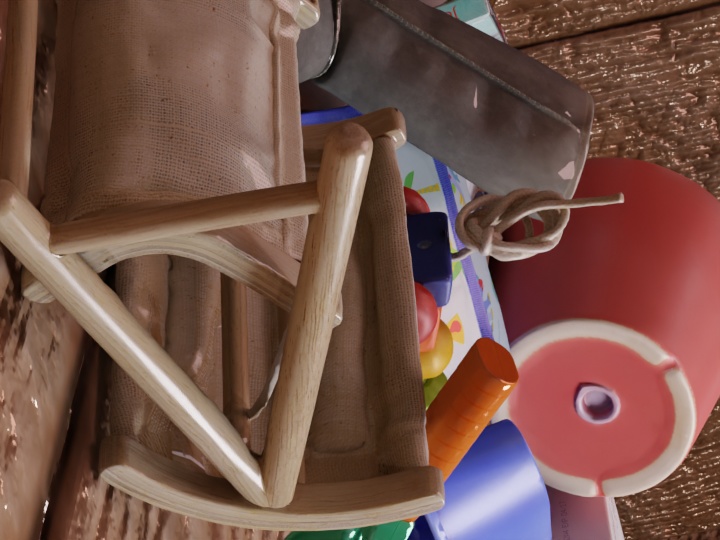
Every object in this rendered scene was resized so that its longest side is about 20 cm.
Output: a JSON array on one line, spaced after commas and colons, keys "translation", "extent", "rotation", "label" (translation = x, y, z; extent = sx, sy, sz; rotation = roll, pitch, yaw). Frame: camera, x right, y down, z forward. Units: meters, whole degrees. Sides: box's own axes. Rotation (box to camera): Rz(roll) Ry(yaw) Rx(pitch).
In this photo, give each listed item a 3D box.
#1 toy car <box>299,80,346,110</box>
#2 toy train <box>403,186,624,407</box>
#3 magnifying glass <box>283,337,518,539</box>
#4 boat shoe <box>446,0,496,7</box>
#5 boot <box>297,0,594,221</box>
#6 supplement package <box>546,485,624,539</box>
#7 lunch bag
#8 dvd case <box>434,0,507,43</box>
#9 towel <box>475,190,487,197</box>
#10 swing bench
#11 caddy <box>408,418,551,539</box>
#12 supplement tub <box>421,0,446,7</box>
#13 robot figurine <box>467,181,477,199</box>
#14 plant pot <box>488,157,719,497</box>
[{"translation": [-0.019, -0.156, 1.058], "extent": [0.177, 0.182, 0.202], "rotation": [-81, -173, -67], "label": "toy car"}, {"translation": [0.025, 0.029, 0.848], "extent": [0.085, 0.198, 0.117], "rotation": [-91, 172, -52], "label": "toy train"}, {"translation": [0.003, 0.106, 0.752], "extent": [0.201, 0.022, 0.080], "rotation": [-55, -151, 29], "label": "magnifying glass"}, {"translation": [0.063, -0.138, 1.440], "extent": [0.202, 0.063, 0.073], "rotation": [-62, 166, 14], "label": "boat shoe"}, {"translation": [0.016, -0.081, 0.914], "extent": [0.199, 0.072, 0.183], "rotation": [39, 47, -15], "label": "boot"}, {"translation": [0.110, 0.229, 1.307], "extent": [0.201, 0.154, 0.112], "rotation": [-87, 162, -60], "label": "supplement package"}, {"translation": [0.000, 0.000, 1.000], "extent": [0.200, 0.126, 0.172], "rotation": [-12, 86, -70], "label": "lunch bag"}, {"translation": [0.029, -0.147, 1.302], "extent": [0.200, 0.145, 0.022], "rotation": [-3, 73, -83], "label": "dvd case"}, {"translation": [0.046, 0.013, 1.307], "extent": [0.024, 0.147, 0.200], "rotation": [39, 12, -1], "label": "towel"}, {"translation": [-0.048, -0.038, 0.686], "extent": [0.201, 0.128, 0.200], "rotation": [78, 5, -49], "label": "swing bench"}, {"translation": [0.046, 0.130, 1.194], "extent": [0.142, 0.104, 0.200], "rotation": [59, -8, 26], "label": "caddy"}, {"translation": [-0.002, -0.278, 1.263], "extent": [0.201, 0.143, 0.145], "rotation": [70, 12, -47], "label": "supplement tub"}, {"translation": [0.023, -0.071, 1.253], "extent": [0.200, 0.112, 0.171], "rotation": [-34, 147, -82], "label": "robot figurine"}, {"translation": [0.171, 0.048, 1.294], "extent": [0.178, 0.198, 0.202], "rotation": [-64, 144, -57], "label": "plant pot"}]
